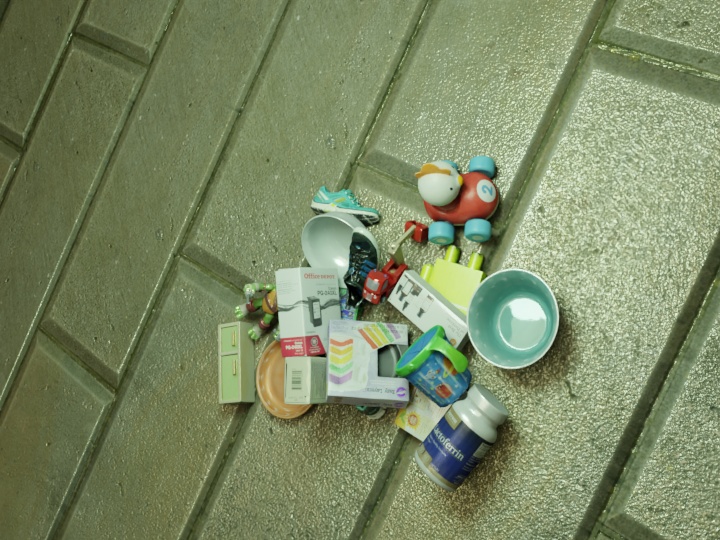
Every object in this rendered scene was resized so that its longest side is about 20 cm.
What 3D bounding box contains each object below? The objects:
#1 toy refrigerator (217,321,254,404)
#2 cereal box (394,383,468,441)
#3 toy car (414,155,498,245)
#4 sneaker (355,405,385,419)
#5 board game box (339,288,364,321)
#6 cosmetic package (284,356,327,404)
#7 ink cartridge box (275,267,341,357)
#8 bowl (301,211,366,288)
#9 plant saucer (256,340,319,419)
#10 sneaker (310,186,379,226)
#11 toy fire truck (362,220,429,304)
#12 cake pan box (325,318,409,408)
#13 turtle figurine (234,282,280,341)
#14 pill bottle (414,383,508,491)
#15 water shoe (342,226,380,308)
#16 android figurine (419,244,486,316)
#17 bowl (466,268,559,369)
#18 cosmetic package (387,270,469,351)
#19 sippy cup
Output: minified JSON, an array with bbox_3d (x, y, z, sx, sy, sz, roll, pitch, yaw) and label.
[{"bbox_3d":[-0.326,0.242,1.863,0.074,0.070,0.206,-9,75,27],"label":"toy refrigerator"},{"bbox_3d":[0.186,0.322,1.581,0.197,0.039,0.147,27,94,29],"label":"cereal box"},{"bbox_3d":[0.199,-0.182,1.568,0.172,0.199,0.190,-3,70,28],"label":"toy car"},{"bbox_3d":[0.019,0.239,1.661,0.076,0.091,0.206,-11,75,25],"label":"sneaker"},{"bbox_3d":[-0.088,0.106,1.782,0.195,0.029,0.139,13,87,30],"label":"board game box"},{"bbox_3d":[-0.095,0.255,1.656,0.069,0.199,0.109,-4,79,27],"label":"cosmetic package"},{"bbox_3d":[-0.119,0.095,1.686,0.082,0.143,0.207,-7,85,37],"label":"ink cartridge box"},{"bbox_3d":[-0.040,-0.066,1.732,0.196,0.091,0.205,18,132,21],"label":"bowl"},{"bbox_3d":[-0.174,0.267,1.793,0.195,0.037,0.207,-6,78,29],"label":"plant saucer"},{"bbox_3d":[-0.037,-0.165,1.786,0.196,0.078,0.081,18,76,28],"label":"sneaker"},{"bbox_3d":[0.083,-0.022,1.645,0.048,0.199,0.144,25,123,25],"label":"toy fire truck"},{"bbox_3d":[0.019,0.209,1.612,0.194,0.053,0.189,6,62,-7],"label":"cake pan box"},{"bbox_3d":[-0.249,0.109,1.776,0.193,0.142,0.204,-35,36,46],"label":"turtle figurine"},{"bbox_3d":[0.211,0.343,1.476,0.115,0.115,0.202,41,99,28],"label":"pill bottle"},{"bbox_3d":[0.000,0.000,1.630,0.070,0.079,0.204,18,132,27],"label":"water shoe"},{"bbox_3d":[0.210,0.049,1.623,0.179,0.041,0.205,19,88,30],"label":"android figurine"},{"bbox_3d":[0.331,0.107,1.507,0.196,0.104,0.207,-6,77,27],"label":"bowl"},{"bbox_3d":[0.157,0.094,1.590,0.199,0.050,0.084,41,113,24],"label":"cosmetic package"},{"bbox_3d":[0.161,0.209,1.504,0.139,0.178,0.131,-43,93,7],"label":"sippy cup"}]
